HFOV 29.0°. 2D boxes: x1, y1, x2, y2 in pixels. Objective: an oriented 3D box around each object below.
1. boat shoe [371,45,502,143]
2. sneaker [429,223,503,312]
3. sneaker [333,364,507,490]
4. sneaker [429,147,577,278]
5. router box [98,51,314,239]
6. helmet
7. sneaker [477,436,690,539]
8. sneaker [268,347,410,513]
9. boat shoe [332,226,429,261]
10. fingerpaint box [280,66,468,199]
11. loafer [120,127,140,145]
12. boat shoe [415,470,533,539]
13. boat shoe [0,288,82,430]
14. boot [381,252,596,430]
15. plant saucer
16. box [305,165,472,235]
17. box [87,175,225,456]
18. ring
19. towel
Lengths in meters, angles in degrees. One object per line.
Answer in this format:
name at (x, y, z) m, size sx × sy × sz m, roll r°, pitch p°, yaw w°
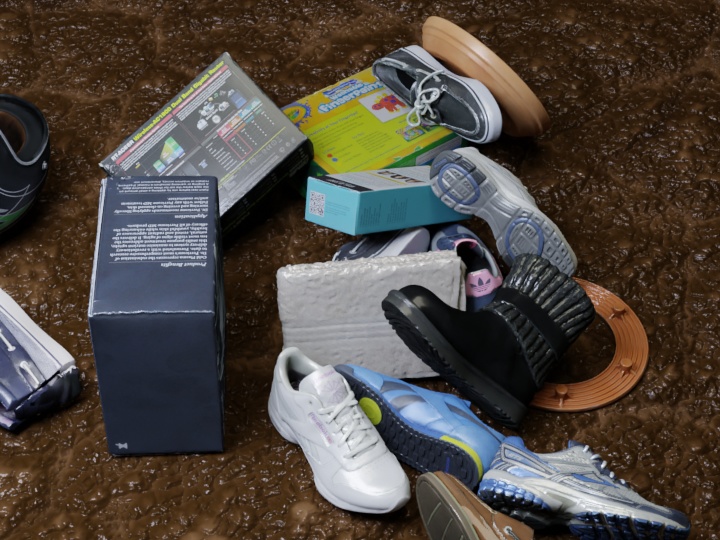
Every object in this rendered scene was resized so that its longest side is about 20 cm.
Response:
boat shoe at (0.086, -0.205, 1.637) m, size 0.067 × 0.074 × 0.199 m, roll -19°, pitch 47°, yaw -29°
sneaker at (0.118, -0.014, 1.521) m, size 0.069 × 0.083 × 0.201 m, roll -17°, pitch 34°, yaw -5°
sneaker at (0.057, 0.146, 1.389) m, size 0.199 × 0.067 × 0.078 m, roll 29°, pitch 39°, yaw 25°
sneaker at (0.169, -0.069, 1.544) m, size 0.200 × 0.075 × 0.087 m, roll 46°, pitch 34°, yaw 3°
router box at (-0.174, -0.126, 1.585) m, size 0.200 × 0.062 × 0.150 m, roll -42°, pitch 74°, yaw -7°
helmet at (-0.451, -0.123, 1.567) m, size 0.198 × 0.190 × 0.203 m, roll -11°, pitch 65°, yaw 24°
sneaker at (0.214, 0.202, 1.301) m, size 0.197 × 0.077 × 0.086 m, roll 15°, pitch 58°, yaw 7°
sneaker at (-0.026, 0.155, 1.347) m, size 0.074 × 0.100 × 0.200 m, roll -28°, pitch 52°, yaw -30°
boat shoe at (0.000, 0.000, 1.528) m, size 0.067 × 0.072 × 0.200 m, roll 21°, pitch 42°, yaw 25°
fingerpaint box at (0.004, -0.154, 1.687) m, size 0.199 × 0.074 × 0.167 m, roll -29°, pitch 52°, yaw -30°
loafer at (-0.194, -0.137, 1.670) m, size 0.198 × 0.069 × 0.071 m, roll 10°, pitch 53°, yaw 15°
boat shoe at (0.126, 0.260, 1.269) m, size 0.067 × 0.072 × 0.201 m, roll -20°, pitch 56°, yaw -27°
boat shoe at (-0.383, 0.083, 1.433) m, size 0.199 × 0.075 × 0.092 m, roll 32°, pitch 44°, yaw 28°
boot at (0.129, 0.040, 1.386) m, size 0.159 × 0.211 × 0.079 m, roll -55°, pitch 29°, yaw -12°
plant saucer at (0.146, -0.229, 1.702) m, size 0.038 × 0.200 × 0.200 m, roll -48°, pitch 56°, yaw -2°
box at (0.037, -0.081, 1.562) m, size 0.082 × 0.050 × 0.199 m, roll 19°, pitch 20°, yaw 42°
box at (-0.197, 0.044, 1.386) m, size 0.122 × 0.202 × 0.198 m, roll -1°, pitch 44°, yaw -2°
ring at (0.211, 0.071, 1.496) m, size 0.197 × 0.019 × 0.202 m, roll 0°, pitch 44°, yaw 0°
towel at (0.013, 0.049, 1.432) m, size 0.197 × 0.134 × 0.035 m, roll -4°, pitch 21°, yaw -4°
